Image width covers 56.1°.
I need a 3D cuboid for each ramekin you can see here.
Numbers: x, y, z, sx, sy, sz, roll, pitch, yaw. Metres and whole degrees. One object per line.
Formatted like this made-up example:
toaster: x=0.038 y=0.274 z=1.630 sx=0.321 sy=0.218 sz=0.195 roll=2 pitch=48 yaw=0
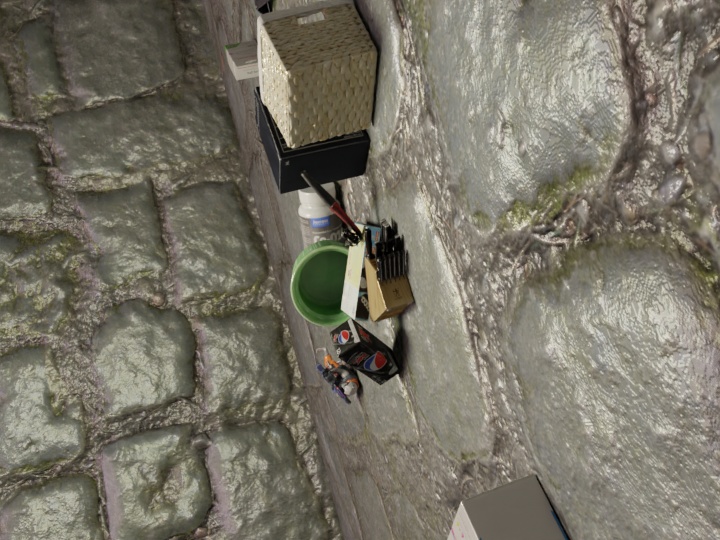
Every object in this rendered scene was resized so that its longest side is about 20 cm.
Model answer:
ramekin: x=-0.077 y=0.024 z=1.648 sx=0.098 sy=0.195 sz=0.205 roll=-123 pitch=22 yaw=-69

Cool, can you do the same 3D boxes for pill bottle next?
pill bottle: x=-0.100 y=-0.121 z=1.753 sx=0.114 sy=0.111 sz=0.204 roll=-130 pitch=29 yaw=-60

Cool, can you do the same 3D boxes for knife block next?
knife block: x=0.046 y=0.000 z=1.395 sx=0.200 sy=0.063 sz=0.179 roll=122 pitch=133 yaw=-71

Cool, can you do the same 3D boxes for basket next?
basket: x=-0.080 y=-0.372 z=1.277 sx=0.202 sy=0.194 sz=0.163 roll=96 pitch=151 yaw=-53

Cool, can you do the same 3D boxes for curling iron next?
curling iron: x=-0.057 y=-0.128 z=1.410 sx=0.201 sy=0.025 sz=0.050 roll=54 pitch=-140 yaw=-24

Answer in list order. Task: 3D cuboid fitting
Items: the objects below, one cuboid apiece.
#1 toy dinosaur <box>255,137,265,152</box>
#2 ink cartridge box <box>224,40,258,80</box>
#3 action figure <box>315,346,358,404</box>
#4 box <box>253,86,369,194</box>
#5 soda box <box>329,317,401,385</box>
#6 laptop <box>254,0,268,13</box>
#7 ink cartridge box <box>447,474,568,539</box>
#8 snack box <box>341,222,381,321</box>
toy dinosaur: x=-0.252 y=-0.414 z=2.229 sx=0.199 sy=0.106 sz=0.181 roll=41 pitch=175 yaw=-37
ink cartridge box: x=-0.387 y=-0.712 z=2.309 sx=0.201 sy=0.114 sz=0.068 roll=-119 pitch=19 yaw=-48
action figure: x=-0.066 y=0.302 z=2.059 sx=0.194 sy=0.104 sz=0.201 roll=53 pitch=178 yaw=46
box: x=-0.108 y=-0.293 z=1.441 sx=0.124 sy=0.195 sz=0.202 roll=101 pitch=152 yaw=-58
soda box: x=0.014 y=0.184 z=1.504 sx=0.200 sy=0.063 sz=0.072 roll=41 pitch=-161 yaw=-50
laptop: x=-0.266 y=-0.840 z=1.934 sx=0.200 sy=0.101 sz=0.182 roll=-29 pitch=-73 yaw=-78
ink cartridge box: x=0.214 y=0.422 z=1.008 sx=0.202 sy=0.122 sz=0.130 roll=93 pitch=157 yaw=-49
snack box: x=0.000 y=0.000 z=1.501 sx=0.116 sy=0.036 sz=0.205 roll=-153 pitch=70 yaw=-71
